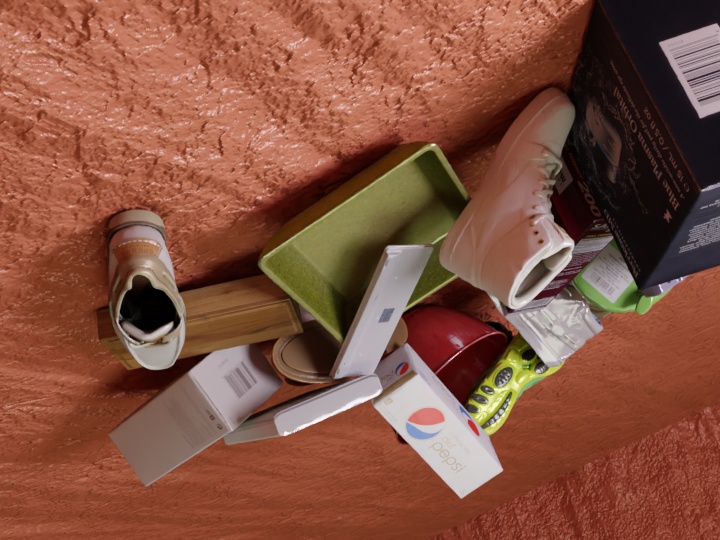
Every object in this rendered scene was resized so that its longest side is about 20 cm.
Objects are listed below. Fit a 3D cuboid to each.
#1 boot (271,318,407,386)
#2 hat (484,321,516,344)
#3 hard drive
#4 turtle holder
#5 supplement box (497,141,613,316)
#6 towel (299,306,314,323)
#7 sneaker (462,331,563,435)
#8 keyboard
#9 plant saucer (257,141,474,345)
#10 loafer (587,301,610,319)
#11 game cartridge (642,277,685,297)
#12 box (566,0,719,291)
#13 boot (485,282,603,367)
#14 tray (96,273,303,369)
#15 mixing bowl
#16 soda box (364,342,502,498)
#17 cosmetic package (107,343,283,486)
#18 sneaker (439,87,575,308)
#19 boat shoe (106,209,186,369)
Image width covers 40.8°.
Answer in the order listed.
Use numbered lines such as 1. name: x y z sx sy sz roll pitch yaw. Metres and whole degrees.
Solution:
1. boot: -0.054 0.109 1.161 0.197 0.075 0.154 -7 166 -40
2. hat: 0.173 0.128 1.418 0.199 0.081 0.201 -34 -165 11
3. hard drive: -0.072 0.162 1.111 0.130 0.027 0.199 -20 176 -27
4. turtle holder: 0.320 -0.046 1.162 0.138 0.190 0.132 10 -174 7
5. supplement box: 0.206 -0.046 1.066 0.060 0.110 0.201 -7 152 -27
6. towel: 0.000 0.000 1.083 0.196 0.033 0.192 -13 156 -19
7. sneaker: 0.197 0.140 1.292 0.199 0.074 0.084 -40 180 -21
8. keyboard: 0.020 0.046 1.004 0.055 0.011 0.202 -8 140 -31
9. plant saucer: 0.017 -0.032 0.957 0.198 0.048 0.200 -33 142 8
10. loafer: 0.332 0.040 1.398 0.198 0.077 0.067 8 137 -49
11. game cartridge: 0.356 -0.069 1.070 0.198 0.132 0.038 -27 -173 -34
12. box: 0.280 -0.120 0.861 0.115 0.200 0.201 -18 157 -6
13. boot: 0.221 0.027 1.208 0.095 0.074 0.200 -38 117 13
14. tray: -0.164 0.055 1.014 0.196 0.038 0.099 -13 156 0
15. mixing bowl: 0.090 0.120 1.285 0.199 0.109 0.202 -34 153 -20
16. soda box: 0.089 0.183 1.163 0.068 0.064 0.200 -35 120 10
17. cosmetic package: -0.194 0.162 1.126 0.199 0.085 0.107 -35 -176 39
18. sneaker: 0.169 -0.062 0.905 0.073 0.115 0.202 21 101 -49
19. boat shoe: -0.199 0.038 0.891 0.073 0.069 0.202 -9 141 -7
